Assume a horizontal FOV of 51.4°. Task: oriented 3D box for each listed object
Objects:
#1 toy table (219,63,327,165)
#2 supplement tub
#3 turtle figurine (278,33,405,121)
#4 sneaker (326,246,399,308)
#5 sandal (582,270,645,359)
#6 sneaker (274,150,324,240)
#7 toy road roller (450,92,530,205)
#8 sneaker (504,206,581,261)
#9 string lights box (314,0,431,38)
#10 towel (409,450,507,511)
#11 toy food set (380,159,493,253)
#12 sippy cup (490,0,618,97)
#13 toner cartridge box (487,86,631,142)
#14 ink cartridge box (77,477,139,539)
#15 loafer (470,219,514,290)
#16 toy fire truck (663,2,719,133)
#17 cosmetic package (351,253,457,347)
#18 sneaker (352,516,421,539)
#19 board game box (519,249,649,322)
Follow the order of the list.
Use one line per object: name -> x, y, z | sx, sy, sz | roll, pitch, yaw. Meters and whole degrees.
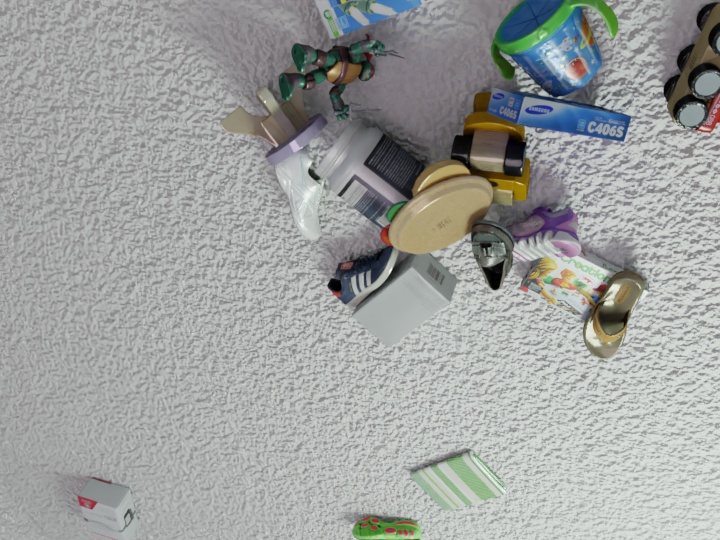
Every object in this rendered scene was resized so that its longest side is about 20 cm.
toy table -> -0.141, -0.270, 1.317 | 0.117, 0.184, 0.200 | 52, 168, -14
supplement tub -> 0.032, -0.166, 1.346 | 0.200, 0.141, 0.140 | 37, 129, -7
turtle figurine -> -0.031, -0.328, 1.249 | 0.101, 0.199, 0.150 | 51, 136, 39
sneaker -> 0.000, 0.000, 1.521 | 0.084, 0.075, 0.200 | 35, 130, -11
sandal -> 0.463, 0.090, 1.373 | 0.080, 0.054, 0.201 | 17, 129, 7
sneaker -> -0.104, -0.145, 1.462 | 0.080, 0.071, 0.201 | -14, 127, 6
toy road roller -> 0.230, -0.210, 1.271 | 0.122, 0.147, 0.200 | 9, 164, 15
sneaker -> 0.313, -0.071, 1.352 | 0.080, 0.089, 0.200 | 29, 159, -38
string lights box -> 0.026, -0.456, 1.190 | 0.199, 0.059, 0.103 | -12, 118, 28
towel -> 0.241, 0.521, 1.841 | 0.200, 0.023, 0.153 | -32, 108, 37
toy food set -> 0.128, -0.096, 1.251 | 0.198, 0.199, 0.049 | -42, 59, 27
sippy cup -> 0.293, -0.340, 1.132 | 0.140, 0.178, 0.130 | -45, 117, 1
toner cartridge box -> 0.306, -0.241, 1.152 | 0.199, 0.095, 0.043 | 4, 109, -23
ink cartridge box -> -0.804, 0.772, 2.390 | 0.144, 0.084, 0.201 | 12, 128, 13
loafer -> 0.236, -0.023, 1.320 | 0.071, 0.063, 0.200 | 6, 161, 21
toy fire truck -> 0.572, -0.272, 1.082 | 0.199, 0.129, 0.177 | 12, 128, -2
cosmetic package -> 0.088, 0.058, 1.527 | 0.113, 0.081, 0.200 | 42, 129, -11
sneaker -> 0.069, 0.718, 2.016 | 0.199, 0.077, 0.084 | -1, 120, 23
board game box -> 0.418, 0.029, 1.405 | 0.199, 0.035, 0.127 | 26, 129, 1
